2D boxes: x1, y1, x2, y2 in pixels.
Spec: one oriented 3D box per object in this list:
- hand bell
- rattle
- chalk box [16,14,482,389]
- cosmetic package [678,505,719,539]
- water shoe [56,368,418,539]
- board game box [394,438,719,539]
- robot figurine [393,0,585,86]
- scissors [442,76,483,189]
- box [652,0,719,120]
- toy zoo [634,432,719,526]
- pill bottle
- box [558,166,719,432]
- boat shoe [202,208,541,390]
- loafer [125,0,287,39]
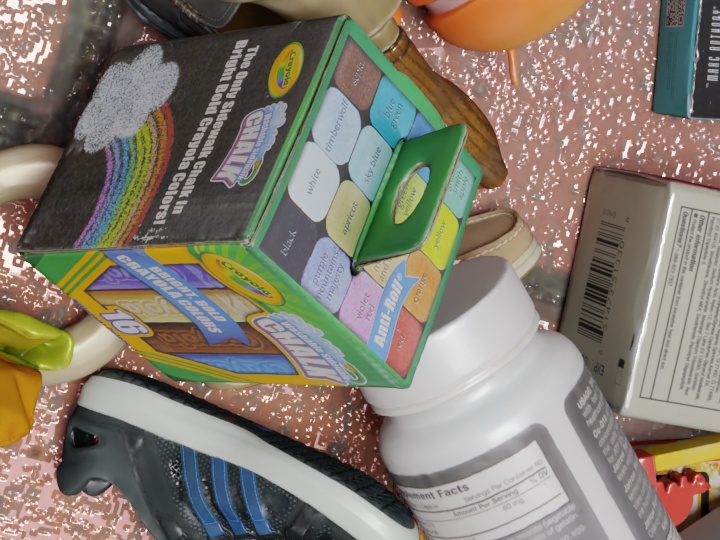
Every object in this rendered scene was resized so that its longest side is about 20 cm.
[{"bbox_3d":[0.016,-0.106,0.823,0.104,0.104,0.200,-46,129,-5],"label":"hand bell"},{"bbox_3d":[-0.135,-0.020,0.830,0.200,0.143,0.130,-36,91,-2],"label":"rattle"},{"bbox_3d":[-0.032,-0.028,0.769,0.124,0.199,0.125,44,58,-40],"label":"chalk box"},{"bbox_3d":[0.202,0.188,0.893,0.199,0.107,0.091,-29,105,-12],"label":"cosmetic package"},{"bbox_3d":[-0.064,0.119,0.869,0.199,0.071,0.079,23,91,21],"label":"water shoe"},{"bbox_3d":[0.120,0.181,0.971,0.199,0.046,0.153,-2,98,-15],"label":"board game box"},{"bbox_3d":[0.050,-0.195,0.862,0.200,0.116,0.144,50,45,-16],"label":"robot figurine"},{"bbox_3d":[0.004,-0.122,0.912,0.073,0.014,0.200,-36,92,-33],"label":"scissors"},{"bbox_3d":[0.270,-0.123,0.965,0.199,0.049,0.083,2,97,-15],"label":"box"},{"bbox_3d":[0.160,0.166,0.944,0.199,0.020,0.132,-10,100,-14],"label":"toy zoo"},{"bbox_3d":[0.079,0.101,0.845,0.113,0.114,0.201,-32,103,-8],"label":"pill bottle"},{"bbox_3d":[0.225,0.024,0.944,0.199,0.109,0.129,11,95,-16],"label":"box"},{"bbox_3d":[0.000,0.000,0.898,0.199,0.074,0.070,-21,109,-10],"label":"boat shoe"},{"bbox_3d":[-0.064,-0.140,0.851,0.200,0.072,0.073,50,62,-14],"label":"loafer"}]
